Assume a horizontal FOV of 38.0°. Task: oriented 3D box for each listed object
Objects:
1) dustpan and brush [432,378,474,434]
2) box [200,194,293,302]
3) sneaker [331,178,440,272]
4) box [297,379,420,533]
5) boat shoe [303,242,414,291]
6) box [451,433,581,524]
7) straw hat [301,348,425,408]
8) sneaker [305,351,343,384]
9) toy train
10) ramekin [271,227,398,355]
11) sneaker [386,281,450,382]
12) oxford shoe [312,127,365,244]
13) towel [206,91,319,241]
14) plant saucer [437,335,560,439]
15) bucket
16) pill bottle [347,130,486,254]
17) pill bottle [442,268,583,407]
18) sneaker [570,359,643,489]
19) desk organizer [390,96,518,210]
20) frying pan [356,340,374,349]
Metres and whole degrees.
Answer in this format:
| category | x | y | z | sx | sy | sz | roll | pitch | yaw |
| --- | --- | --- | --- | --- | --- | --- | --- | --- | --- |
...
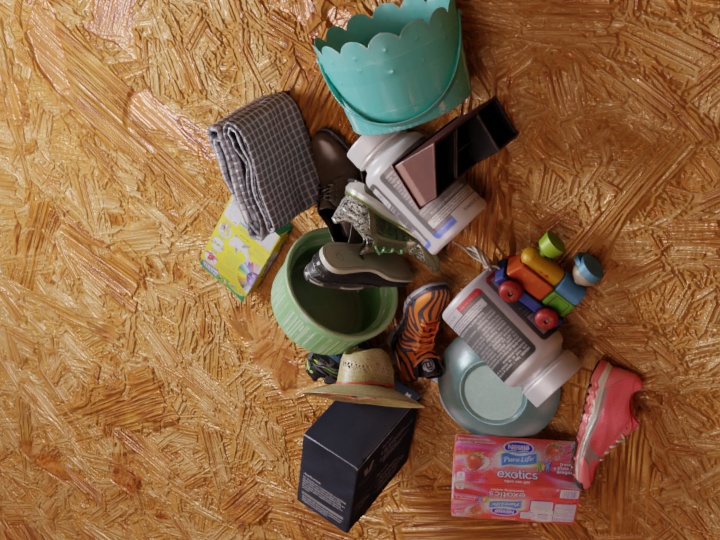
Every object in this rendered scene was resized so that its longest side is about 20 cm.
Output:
| category | x | y | z | sx | sy | sz | roll | pitch | yaw |
| --- | --- | --- | --- | --- | --- | --- | --- | --- | --- |
| dustpan and brush | 0.155 | 0.191 | 1.743 | 0.199 | 0.057 | 0.140 | 15 | 111 | 17 |
| box | -0.208 | -0.041 | 1.863 | 0.117 | 0.048 | 0.200 | 41 | 131 | 7 |
| sneaker | 0.036 | -0.051 | 1.623 | 0.200 | 0.089 | 0.077 | 39 | 178 | -10 |
| box | -0.004 | 0.308 | 1.814 | 0.117 | 0.197 | 0.200 | 29 | 138 | 20 |
| boat shoe | 0.000 | 0.000 | 1.647 | 0.068 | 0.200 | 0.072 | -48 | 53 | 34 |
| box | 0.247 | 0.334 | 1.673 | 0.199 | 0.095 | 0.103 | 2 | 134 | 5 |
| straw hat | 0.010 | 0.166 | 1.666 | 0.201 | 0.201 | 0.085 | -3 | 76 | 37 |
| sneaker | -0.059 | 0.156 | 1.793 | 0.200 | 0.083 | 0.071 | 61 | -174 | -64 |
| toy train | 0.243 | -0.015 | 1.503 | 0.200 | 0.085 | 0.116 | 37 | 123 | -13 |
| ramekin | -0.048 | 0.040 | 1.698 | 0.200 | 0.200 | 0.098 | 47 | 141 | 2 |
| sneaker | 0.109 | 0.109 | 1.677 | 0.200 | 0.077 | 0.112 | 112 | 145 | -51 |
| oxford shoe | -0.037 | -0.127 | 1.651 | 0.073 | 0.084 | 0.201 | -18 | 93 | 38 |
| towel | -0.141 | -0.167 | 1.656 | 0.085 | 0.166 | 0.200 | -8 | 113 | 32 |
| plant saucer | 0.215 | 0.188 | 1.663 | 0.200 | 0.039 | 0.202 | 6 | 108 | 19 |
| bucket | 0.050 | -0.281 | 1.427 | 0.207 | 0.207 | 0.135 | -4 | 119 | 37 |
| pill bottle | 0.081 | -0.132 | 1.550 | 0.200 | 0.114 | 0.114 | 47 | 134 | 2 |
| pill bottle | 0.229 | 0.102 | 1.574 | 0.200 | 0.114 | 0.114 | 47 | 134 | 12 |
| sneaker | 0.370 | 0.240 | 1.567 | 0.087 | 0.074 | 0.201 | 14 | 99 | 16 |
| desk organizer | 0.133 | -0.164 | 1.432 | 0.077 | 0.200 | 0.072 | -27 | 99 | 41 |
| frying pan | -0.027 | 0.103 | 1.821 | 0.190 | 0.031 | 0.115 | 44 | 174 | 43 |
